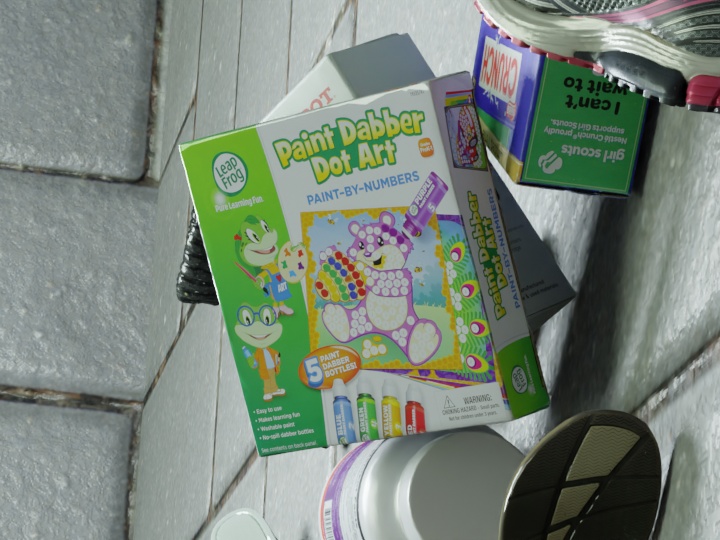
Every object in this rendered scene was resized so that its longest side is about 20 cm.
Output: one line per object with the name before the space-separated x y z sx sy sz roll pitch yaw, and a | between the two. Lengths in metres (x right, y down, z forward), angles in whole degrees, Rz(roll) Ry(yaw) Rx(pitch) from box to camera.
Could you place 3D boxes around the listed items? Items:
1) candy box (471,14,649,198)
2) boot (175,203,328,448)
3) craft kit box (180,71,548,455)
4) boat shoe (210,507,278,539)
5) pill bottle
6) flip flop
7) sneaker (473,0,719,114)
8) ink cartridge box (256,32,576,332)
candy box | 0.123 -0.160 1.502 0.169 0.077 0.201 -120 36 -72
boot | -0.081 0.038 2.187 0.079 0.157 0.212 152 124 -76
craft kit box | 0.000 0.000 1.519 0.199 0.048 0.199 -12 92 39
boat shoe | -0.072 0.288 2.251 0.060 0.075 0.200 57 -173 -40
pill bottle | 0.045 0.149 1.618 0.200 0.111 0.112 147 129 -75
flip flop | 0.113 0.158 1.405 0.058 0.081 0.201 -74 -8 -60
sneaker | 0.138 -0.137 1.337 0.200 0.080 0.075 26 105 45
ink cartridge box | 0.014 -0.022 1.593 0.146 0.083 0.200 -42 76 40
